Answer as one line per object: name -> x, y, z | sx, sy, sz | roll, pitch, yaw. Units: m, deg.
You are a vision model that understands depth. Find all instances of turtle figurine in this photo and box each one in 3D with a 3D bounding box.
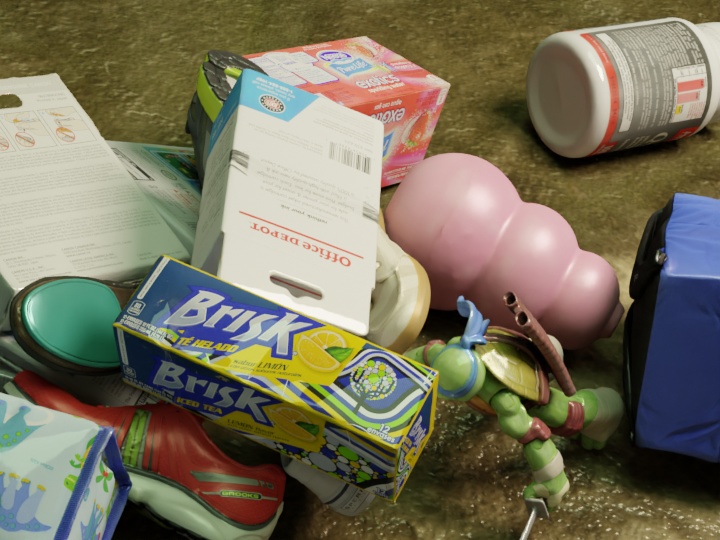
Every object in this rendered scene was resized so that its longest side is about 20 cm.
turtle figurine -> 0.088, 0.113, 1.220 | 0.143, 0.202, 0.193 | 3, 1, 36

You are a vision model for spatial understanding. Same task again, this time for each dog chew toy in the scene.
dog chew toy -> 0.114, -0.007, 1.352 | 0.199, 0.125, 0.125 | 28, 38, 7

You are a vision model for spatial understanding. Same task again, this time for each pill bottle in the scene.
pill bottle -> 0.264, -0.175, 1.615 | 0.199, 0.116, 0.116 | -12, 43, -30

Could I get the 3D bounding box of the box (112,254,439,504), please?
box -> -0.054, 0.066, 1.084 | 0.199, 0.070, 0.064 | 22, 56, 15

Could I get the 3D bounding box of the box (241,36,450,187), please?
box -> -0.028, -0.126, 1.447 | 0.102, 0.095, 0.200 | 33, 28, 24

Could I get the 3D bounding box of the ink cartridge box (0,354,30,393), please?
ink cartridge box -> -0.257, 0.022, 1.259 | 0.199, 0.044, 0.197 | 14, 36, 4

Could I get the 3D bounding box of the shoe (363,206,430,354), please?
shoe -> 0.000, 0.000, 1.273 | 0.053, 0.070, 0.200 | 22, 18, -23

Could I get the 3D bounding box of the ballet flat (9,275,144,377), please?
ballet flat -> -0.170, 0.040, 1.164 | 0.199, 0.068, 0.068 | -2, 74, -51

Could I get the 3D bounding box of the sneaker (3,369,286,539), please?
sneaker -> -0.138, 0.113, 1.129 | 0.199, 0.077, 0.085 | 29, 73, 6

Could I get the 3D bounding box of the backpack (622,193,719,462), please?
backpack -> 0.278, 0.042, 1.297 | 0.167, 0.164, 0.200 | 12, 23, 3

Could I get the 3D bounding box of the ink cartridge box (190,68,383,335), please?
ink cartridge box -> -0.051, -0.032, 1.198 | 0.115, 0.067, 0.201 | 21, 47, -18

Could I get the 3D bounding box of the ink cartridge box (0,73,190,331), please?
ink cartridge box -> -0.237, -0.053, 1.238 | 0.160, 0.050, 0.200 | -12, 53, -46

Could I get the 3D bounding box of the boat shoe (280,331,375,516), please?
boat shoe -> -0.026, 0.087, 1.183 | 0.067, 0.074, 0.200 | 31, 15, -20

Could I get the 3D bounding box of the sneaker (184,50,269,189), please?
sneaker -> -0.081, -0.072, 1.320 | 0.073, 0.081, 0.201 | -1, 51, -32

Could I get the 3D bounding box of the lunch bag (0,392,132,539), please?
lunch bag -> -0.249, 0.168, 1.003 | 0.169, 0.128, 0.201 | 17, 66, 9

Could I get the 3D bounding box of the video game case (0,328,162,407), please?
video game case -> -0.184, 0.024, 1.247 | 0.182, 0.022, 0.200 | 33, 36, -4

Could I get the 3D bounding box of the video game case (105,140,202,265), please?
video game case -> -0.104, -0.040, 1.351 | 0.200, 0.024, 0.181 | 39, 22, 31
